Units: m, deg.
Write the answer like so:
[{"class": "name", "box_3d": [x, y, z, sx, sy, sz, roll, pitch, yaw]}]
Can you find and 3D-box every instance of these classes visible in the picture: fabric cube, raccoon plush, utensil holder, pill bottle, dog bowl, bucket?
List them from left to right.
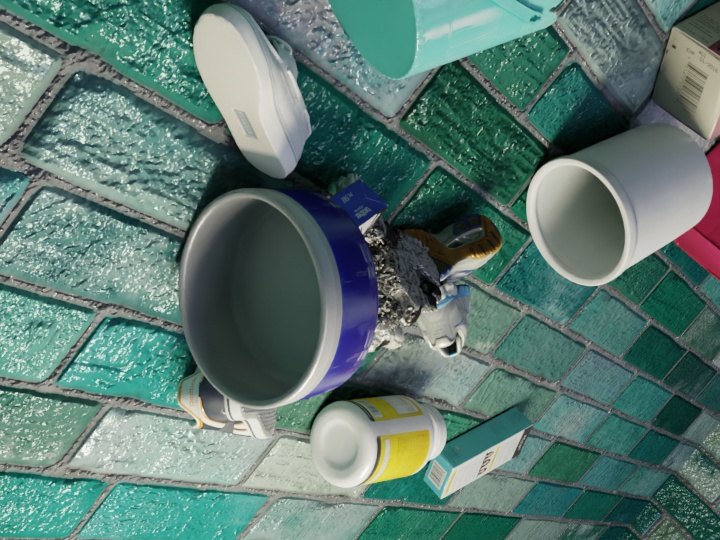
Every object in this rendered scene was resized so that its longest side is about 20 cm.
[{"class": "dog bowl", "box_3d": [-0.080, 0.024, 1.022, 0.078, 0.200, 0.202, -7, 132, -50]}, {"class": "raccoon plush", "box_3d": [0.000, 0.000, 1.201, 0.133, 0.202, 0.097, -26, -175, 32]}, {"class": "pill bottle", "box_3d": [0.031, 0.230, 1.487, 0.199, 0.112, 0.113, 3, 125, -52]}, {"class": "bucket", "box_3d": [0.054, -0.260, 0.860, 0.134, 0.208, 0.208, -27, 146, -16]}, {"class": "utensil holder", "box_3d": [0.348, -0.095, 1.442, 0.199, 0.170, 0.171, -24, 144, -34]}, {"class": "fabric cube", "box_3d": [0.642, -0.089, 1.776, 0.199, 0.200, 0.196, -45, 151, 2]}]

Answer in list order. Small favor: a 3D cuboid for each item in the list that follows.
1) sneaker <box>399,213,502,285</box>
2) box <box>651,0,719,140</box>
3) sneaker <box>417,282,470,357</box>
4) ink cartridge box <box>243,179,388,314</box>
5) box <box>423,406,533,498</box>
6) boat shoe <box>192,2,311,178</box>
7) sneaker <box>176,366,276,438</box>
[{"class": "sneaker", "box_3d": [0.081, -0.004, 1.314, 0.198, 0.076, 0.088, -12, 155, -31]}, {"class": "box", "box_3d": [0.510, -0.287, 1.470, 0.199, 0.109, 0.129, -30, 146, -25]}, {"class": "sneaker", "box_3d": [0.104, 0.065, 1.361, 0.074, 0.088, 0.200, -18, 176, 14]}, {"class": "ink cartridge box", "box_3d": [-0.057, 0.003, 1.118, 0.201, 0.044, 0.094, -52, 173, 32]}, {"class": "box", "box_3d": [0.202, 0.309, 1.852, 0.198, 0.049, 0.083, -20, 142, -36]}, {"class": "boat shoe", "box_3d": [-0.083, -0.163, 0.937, 0.069, 0.071, 0.201, -57, 148, -23]}, {"class": "sneaker", "box_3d": [-0.146, 0.143, 1.210, 0.078, 0.080, 0.200, -1, 163, 8]}]
